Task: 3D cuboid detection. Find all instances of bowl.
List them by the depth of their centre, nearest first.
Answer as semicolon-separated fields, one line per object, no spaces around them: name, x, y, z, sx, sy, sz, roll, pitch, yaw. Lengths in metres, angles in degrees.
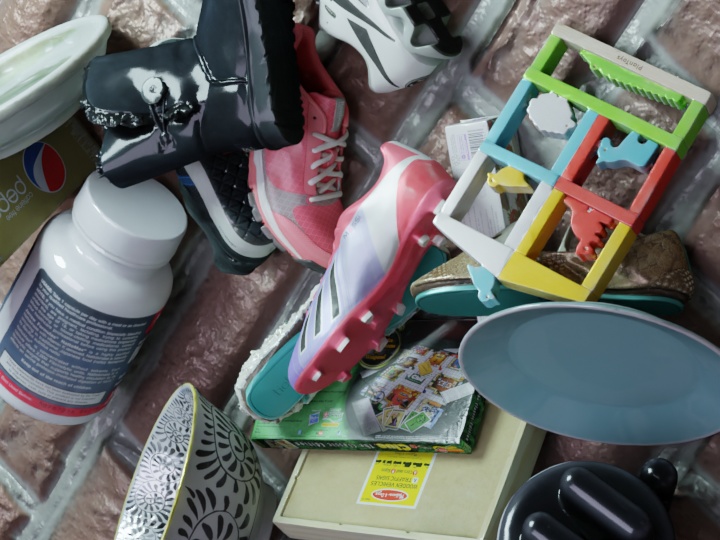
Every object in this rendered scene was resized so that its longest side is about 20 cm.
bowl;-0.124;0.196;1.704;0.094;0.201;0.201;19;119;-14

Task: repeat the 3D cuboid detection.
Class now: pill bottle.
pill bottle;-0.223;0.019;1.790;0.120;0.120;0.200;45;123;20

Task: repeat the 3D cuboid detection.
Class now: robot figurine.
robot figurine;0.158;0.208;1.511;0.150;0.200;0.125;-12;64;-1

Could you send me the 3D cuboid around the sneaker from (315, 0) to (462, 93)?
sneaker;-0.012;-0.221;1.605;0.088;0.074;0.200;-33;80;35

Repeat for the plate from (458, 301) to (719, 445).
plate;0.167;0.065;1.497;0.200;0.200;0.026;-10;54;38

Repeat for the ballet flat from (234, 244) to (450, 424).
ballet flat;-0.020;0.034;1.660;0.200;0.072;0.072;-40;75;7

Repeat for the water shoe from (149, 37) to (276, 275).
water shoe;-0.129;-0.088;1.724;0.200;0.071;0.079;65;148;19

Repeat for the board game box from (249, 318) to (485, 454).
board game box;0.011;0.087;1.658;0.200;0.023;0.105;-1;64;37

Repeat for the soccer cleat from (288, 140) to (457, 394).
soccer cleat;0.000;0.000;1.597;0.076;0.067;0.200;43;110;26

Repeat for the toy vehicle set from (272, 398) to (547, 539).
toy vehicle set;0.037;0.149;1.630;0.200;0.027;0.124;1;57;40

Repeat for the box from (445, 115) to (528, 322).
box;0.103;-0.013;1.591;0.041;0.039;0.200;-7;97;38

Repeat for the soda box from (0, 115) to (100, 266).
soda box;-0.291;-0.056;1.770;0.068;0.200;0.064;-25;108;38

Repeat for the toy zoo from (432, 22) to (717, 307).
toy zoo;0.139;-0.060;1.499;0.131;0.020;0.200;28;83;28

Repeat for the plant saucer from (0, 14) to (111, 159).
plant saucer;-0.279;-0.135;1.763;0.200;0.200;0.050;-13;115;38

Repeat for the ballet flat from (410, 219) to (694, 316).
ballet flat;0.135;-0.003;1.534;0.200;0.071;0.065;1;72;12

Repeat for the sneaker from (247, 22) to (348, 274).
sneaker;-0.043;-0.096;1.659;0.087;0.074;0.200;-22;87;36

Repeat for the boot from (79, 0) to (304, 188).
boot;-0.134;-0.171;1.637;0.168;0.076;0.201;-9;83;23
